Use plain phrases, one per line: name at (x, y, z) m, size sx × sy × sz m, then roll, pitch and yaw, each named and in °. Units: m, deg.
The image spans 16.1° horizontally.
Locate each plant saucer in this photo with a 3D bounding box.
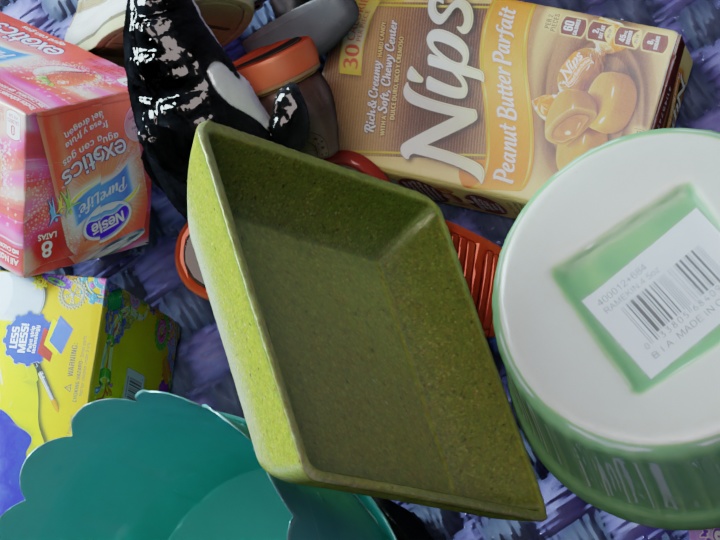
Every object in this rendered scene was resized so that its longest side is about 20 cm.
plant saucer at (-0.008, 0.038, 1.289) m, size 0.048 × 0.200 × 0.200 m, roll -33°, pitch 60°, yaw 28°

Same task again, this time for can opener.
can opener at (0.017, -0.179, 1.444) m, size 0.200 × 0.053 × 0.067 m, roll -25°, pitch 96°, yaw 16°

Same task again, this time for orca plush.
orca plush at (-0.088, -0.087, 1.351) m, size 0.105 × 0.071 × 0.200 m, roll 1°, pitch 108°, yaw 25°

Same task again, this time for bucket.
bucket at (-0.081, 0.173, 1.310) m, size 0.207 × 0.135 × 0.207 m, roll -10°, pitch 72°, yaw 31°

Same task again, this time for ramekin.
ramekin at (0.163, 0.024, 1.305) m, size 0.200 × 0.098 × 0.200 m, roll -6°, pitch 67°, yaw 14°

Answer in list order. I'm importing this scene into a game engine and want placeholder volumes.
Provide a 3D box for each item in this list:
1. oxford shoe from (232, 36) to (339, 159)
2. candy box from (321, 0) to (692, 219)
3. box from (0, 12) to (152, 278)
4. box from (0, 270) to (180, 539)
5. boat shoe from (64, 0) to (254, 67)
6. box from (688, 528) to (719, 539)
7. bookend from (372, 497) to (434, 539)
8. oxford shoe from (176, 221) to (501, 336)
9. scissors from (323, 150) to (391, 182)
oxford shoe at (-0.085, -0.078, 1.458) m, size 0.071 × 0.200 × 0.073 m, roll -31°, pitch 102°, yaw -33°
candy box at (0.077, -0.094, 1.454) m, size 0.200 × 0.055 × 0.116 m, roll 13°, pitch 80°, yaw 19°
box at (-0.216, -0.082, 1.465) m, size 0.200 × 0.095 × 0.103 m, roll 27°, pitch 122°, yaw 40°
box at (-0.225, 0.107, 1.456) m, size 0.192 × 0.122 × 0.200 m, roll 3°, pitch 77°, yaw 18°
boat shoe at (-0.123, -0.157, 1.465) m, size 0.200 × 0.075 × 0.068 m, roll -16°, pitch 70°, yaw 59°
box at (0.244, 0.122, 1.362) m, size 0.137 × 0.039 × 0.200 m, roll -10°, pitch 74°, yaw 14°
bookend at (0.001, 0.260, 1.369) m, size 0.199 × 0.092 × 0.200 m, roll -39°, pitch 69°, yaw 4°
oxford shoe at (0.000, 0.000, 1.439) m, size 0.200 × 0.073 × 0.071 m, roll 11°, pitch 85°, yaw 8°
scissors at (0.053, -0.008, 1.458) m, size 0.200 × 0.073 × 0.014 m, roll 28°, pitch 50°, yaw -1°
